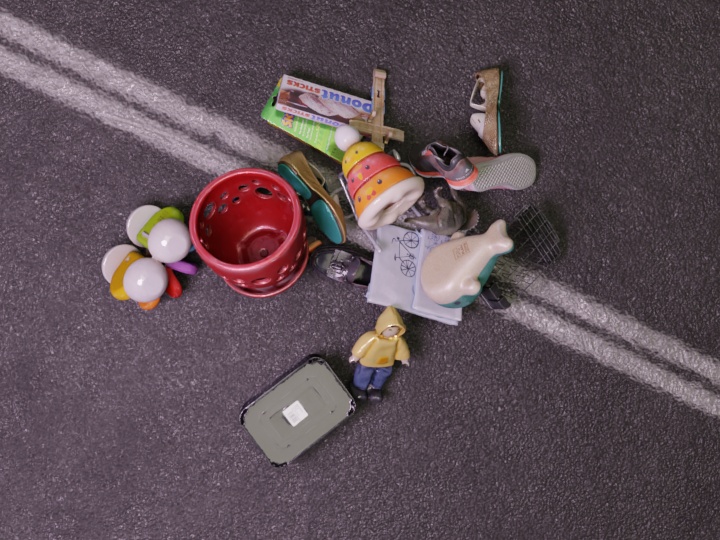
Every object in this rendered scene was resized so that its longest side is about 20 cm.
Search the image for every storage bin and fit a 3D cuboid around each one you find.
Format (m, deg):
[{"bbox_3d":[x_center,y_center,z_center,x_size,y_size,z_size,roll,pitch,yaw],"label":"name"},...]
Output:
[{"bbox_3d":[-0.123,0.269,1.557,0.200,0.094,0.135,-37,93,-7],"label":"storage bin"}]

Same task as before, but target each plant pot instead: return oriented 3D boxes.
[{"bbox_3d":[-0.189,-0.060,1.456,0.199,0.183,0.201,-3,70,7],"label":"plant pot"}]

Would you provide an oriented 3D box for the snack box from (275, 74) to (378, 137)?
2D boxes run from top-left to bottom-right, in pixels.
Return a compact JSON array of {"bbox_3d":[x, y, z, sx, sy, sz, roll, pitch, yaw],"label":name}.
[{"bbox_3d":[-0.065,-0.325,1.585,0.199,0.024,0.072,15,64,-13],"label":"snack box"}]

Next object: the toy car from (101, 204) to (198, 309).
[{"bbox_3d":[-0.378,-0.018,1.517,0.150,0.175,0.200,35,83,-39],"label":"toy car"}]

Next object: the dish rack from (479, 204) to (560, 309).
[{"bbox_3d":[0.308,-0.030,1.619,0.200,0.055,0.154,-43,115,-12],"label":"dish rack"}]

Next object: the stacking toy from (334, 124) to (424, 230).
[{"bbox_3d":[0.011,-0.189,1.502,0.146,0.146,0.200,-34,76,-7],"label":"stacking toy"}]

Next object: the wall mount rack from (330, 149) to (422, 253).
[{"bbox_3d":[0.045,-0.136,1.587,0.199,0.075,0.174,-25,96,-16],"label":"wall mount rack"}]

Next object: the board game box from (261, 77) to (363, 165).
[{"bbox_3d":[-0.093,-0.299,1.609,0.200,0.030,0.096,29,83,-8],"label":"board game box"}]

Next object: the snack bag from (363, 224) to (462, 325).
[{"bbox_3d":[0.113,-0.001,1.584,0.199,0.021,0.189,15,63,-13],"label":"snack bag"}]

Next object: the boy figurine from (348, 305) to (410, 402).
[{"bbox_3d":[0.044,0.161,1.552,0.124,0.065,0.201,11,119,-20],"label":"boy figurine"}]

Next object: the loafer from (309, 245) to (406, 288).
[{"bbox_3d":[0.000,0.000,1.579,0.199,0.063,0.072,17,93,-17],"label":"loafer"}]

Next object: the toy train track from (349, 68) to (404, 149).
[{"bbox_3d":[0.038,-0.320,1.585,0.114,0.033,0.201,9,64,-16],"label":"toy train track"}]

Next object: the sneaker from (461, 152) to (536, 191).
[{"bbox_3d":[0.261,-0.201,1.630,0.200,0.104,0.076,-12,107,-37],"label":"sneaker"}]

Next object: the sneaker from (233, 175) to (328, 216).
[{"bbox_3d":[-0.162,-0.156,1.580,0.199,0.073,0.082,4,85,-17],"label":"sneaker"}]

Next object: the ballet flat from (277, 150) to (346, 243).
[{"bbox_3d":[-0.077,-0.145,1.536,0.063,0.069,0.200,-43,101,-33],"label":"ballet flat"}]

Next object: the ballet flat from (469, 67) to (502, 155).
[{"bbox_3d":[0.253,-0.321,1.620,0.065,0.071,0.201,2,64,6],"label":"ballet flat"}]

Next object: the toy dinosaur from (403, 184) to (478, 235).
[{"bbox_3d":[0.167,-0.109,1.560,0.200,0.077,0.103,-19,79,-50],"label":"toy dinosaur"}]

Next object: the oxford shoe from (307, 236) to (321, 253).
[{"bbox_3d":[-0.176,-0.038,1.572,0.199,0.071,0.073,-19,86,-7],"label":"oxford shoe"}]

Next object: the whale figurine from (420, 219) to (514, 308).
[{"bbox_3d":[0.210,-0.008,1.509,0.200,0.159,0.104,-37,129,23],"label":"whale figurine"}]

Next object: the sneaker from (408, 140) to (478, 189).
[{"bbox_3d":[0.153,-0.225,1.554,0.077,0.200,0.082,-44,126,-10],"label":"sneaker"}]
